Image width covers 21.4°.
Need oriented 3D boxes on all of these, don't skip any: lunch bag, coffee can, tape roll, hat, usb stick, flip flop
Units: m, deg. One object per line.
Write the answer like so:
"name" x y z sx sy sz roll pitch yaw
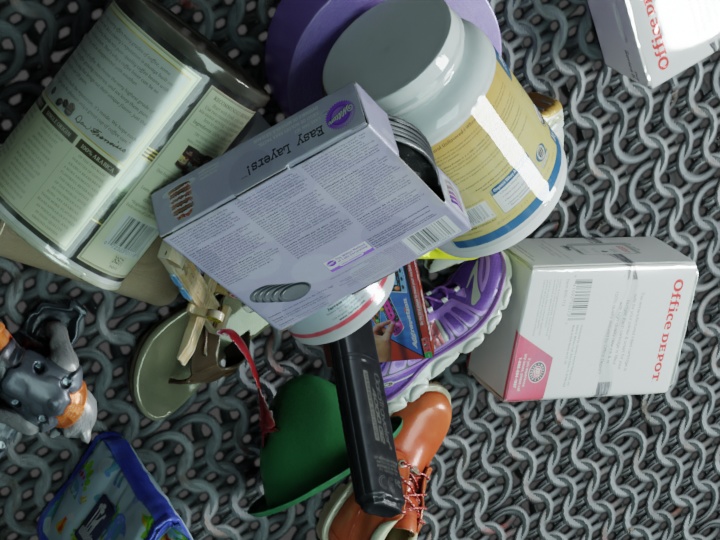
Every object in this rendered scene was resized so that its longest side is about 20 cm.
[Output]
"lunch bag" -0.210 0.268 1.707 0.127 0.170 0.200 -2 114 -29
"coffee can" -0.190 -0.106 1.513 0.146 0.146 0.200 35 98 -36
"tape roll" 0.020 -0.187 1.665 0.200 0.066 0.200 -11 125 -16
"hat" -0.070 0.111 1.756 0.166 0.200 0.176 -35 95 -34
"usb stick" 0.003 0.122 1.684 0.033 0.200 0.055 -29 146 28
"flip flop" -0.125 0.061 1.724 0.200 0.058 0.081 -37 125 -9

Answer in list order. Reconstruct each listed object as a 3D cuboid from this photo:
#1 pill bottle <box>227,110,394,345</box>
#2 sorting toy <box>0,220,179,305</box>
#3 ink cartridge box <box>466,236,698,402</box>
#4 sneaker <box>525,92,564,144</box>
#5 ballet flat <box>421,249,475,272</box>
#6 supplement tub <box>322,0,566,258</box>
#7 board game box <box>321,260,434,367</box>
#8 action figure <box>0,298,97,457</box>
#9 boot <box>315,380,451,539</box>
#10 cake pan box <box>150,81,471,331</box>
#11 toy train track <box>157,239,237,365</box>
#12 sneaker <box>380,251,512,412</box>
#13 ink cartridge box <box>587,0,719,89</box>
"pill bottle" -0.065 -0.039 1.630 0.109 0.109 0.200 -40 116 -7
"sorting toy" -0.204 -0.078 1.636 0.185 0.036 0.200 20 106 -34
"ink cartridge box" 0.221 0.047 1.892 0.200 0.083 0.147 -1 112 -28
"sneaker" 0.108 -0.092 1.770 0.200 0.076 0.088 -21 121 -18
"ballet flat" 0.053 -0.030 1.782 0.200 0.067 0.067 0 126 -23
"supplement tub" 0.071 -0.122 1.598 0.145 0.145 0.200 -44 129 -4
"board game box" 0.000 0.000 1.728 0.103 0.019 0.200 -5 123 12
"action figure" -0.315 0.110 1.620 0.193 0.105 0.200 22 98 -25
"boot" 0.043 0.208 1.857 0.075 0.107 0.200 25 97 -33
"cake pan box" -0.033 -0.047 1.491 0.200 0.052 0.184 -29 145 17
"toy train track" -0.130 0.015 1.601 0.200 0.033 0.115 67 38 -68
"sneaker" 0.063 0.049 1.812 0.200 0.081 0.083 -46 120 -2
"ink cartridge box" 0.313 -0.285 1.787 0.200 0.084 0.146 -30 123 -14
